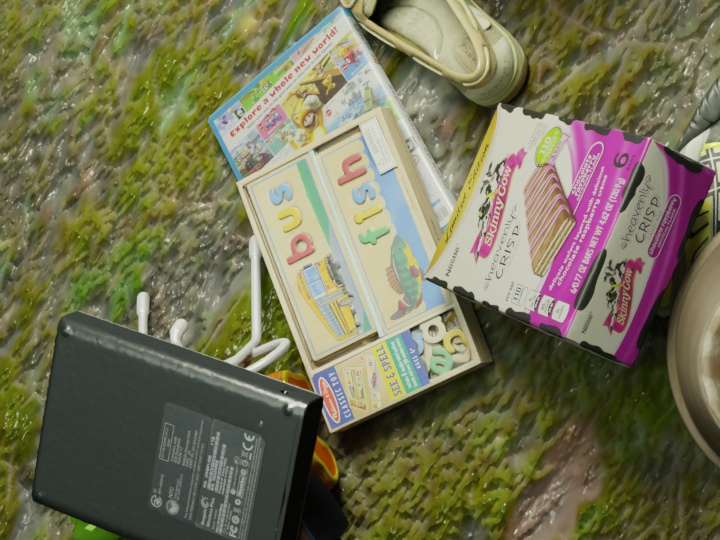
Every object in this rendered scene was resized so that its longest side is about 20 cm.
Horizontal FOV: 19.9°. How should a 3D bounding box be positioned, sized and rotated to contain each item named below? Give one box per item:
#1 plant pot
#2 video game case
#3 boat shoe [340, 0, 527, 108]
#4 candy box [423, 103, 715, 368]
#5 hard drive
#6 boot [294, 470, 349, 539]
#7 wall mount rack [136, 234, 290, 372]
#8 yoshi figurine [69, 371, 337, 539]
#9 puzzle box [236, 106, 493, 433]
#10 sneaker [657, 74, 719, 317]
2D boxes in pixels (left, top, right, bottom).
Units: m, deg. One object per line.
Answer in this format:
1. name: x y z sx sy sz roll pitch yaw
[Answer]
1. plant pot: 0.270 0.053 1.221 0.198 0.173 0.202 1 92 17
2. video game case: -0.020 -0.076 1.535 0.143 0.018 0.201 -38 65 21
3. boat shoe: 0.037 -0.192 1.493 0.073 0.063 0.201 -50 61 14
4. candy box: 0.132 -0.028 1.350 0.200 0.061 0.137 22 88 64
5. hard drive: -0.130 0.123 1.411 0.198 0.033 0.141 18 107 21
6. boot: -0.035 0.245 1.446 0.096 0.075 0.202 -26 88 27
7. wall mount rack: -0.137 0.056 1.520 0.199 0.174 0.075 -25 101 27
8. yoshi figurine: -0.115 0.157 1.516 0.199 0.113 0.113 -25 107 12
9. puzzle box: 0.000 0.000 1.483 0.132 0.025 0.202 -27 79 24
10. sneaker: 0.239 -0.059 1.355 0.076 0.075 0.201 28 100 11
